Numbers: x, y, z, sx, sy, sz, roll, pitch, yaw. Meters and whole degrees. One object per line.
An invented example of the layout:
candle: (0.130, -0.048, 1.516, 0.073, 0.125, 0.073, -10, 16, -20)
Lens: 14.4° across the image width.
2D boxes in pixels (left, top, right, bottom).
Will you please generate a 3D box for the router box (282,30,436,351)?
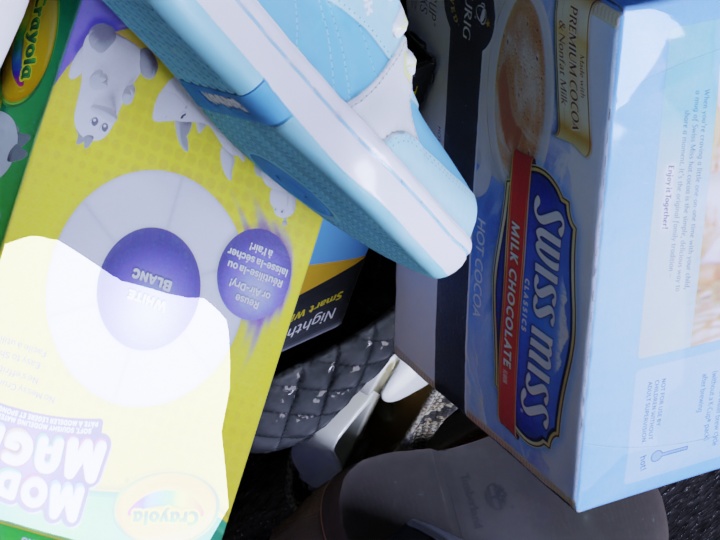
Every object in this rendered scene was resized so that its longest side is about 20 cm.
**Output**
router box: (-0.078, -0.009, 1.011, 0.200, 0.051, 0.149, -24, 150, -34)

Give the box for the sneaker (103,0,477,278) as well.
sneaker: (-0.001, -0.098, 0.861, 0.131, 0.080, 0.200, -50, 123, -11)

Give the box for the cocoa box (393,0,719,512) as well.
cocoa box: (0.102, -0.039, 1.031, 0.133, 0.131, 0.200, -14, 123, -27)

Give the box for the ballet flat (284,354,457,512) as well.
ballet flat: (0.009, 0.047, 1.212, 0.075, 0.068, 0.200, -36, 160, -37)

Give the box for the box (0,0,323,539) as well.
box: (-0.081, 0.013, 0.900, 0.117, 0.048, 0.200, 21, 86, -38)

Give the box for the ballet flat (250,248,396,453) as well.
ballet flat: (0.000, 0.000, 1.127, 0.057, 0.066, 0.200, 7, 128, -52)

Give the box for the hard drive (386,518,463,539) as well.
hard drive: (0.033, 0.181, 1.208, 0.135, 0.042, 0.200, -40, 140, 5)

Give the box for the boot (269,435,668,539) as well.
boot: (0.049, 0.112, 1.258, 0.200, 0.074, 0.075, 3, 158, -37)

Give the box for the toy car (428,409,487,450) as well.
toy car: (0.068, 0.181, 1.364, 0.164, 0.200, 0.158, -1, 134, -55)

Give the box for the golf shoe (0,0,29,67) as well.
golf shoe: (-0.150, -0.014, 0.859, 0.200, 0.092, 0.075, -52, 152, 20)
